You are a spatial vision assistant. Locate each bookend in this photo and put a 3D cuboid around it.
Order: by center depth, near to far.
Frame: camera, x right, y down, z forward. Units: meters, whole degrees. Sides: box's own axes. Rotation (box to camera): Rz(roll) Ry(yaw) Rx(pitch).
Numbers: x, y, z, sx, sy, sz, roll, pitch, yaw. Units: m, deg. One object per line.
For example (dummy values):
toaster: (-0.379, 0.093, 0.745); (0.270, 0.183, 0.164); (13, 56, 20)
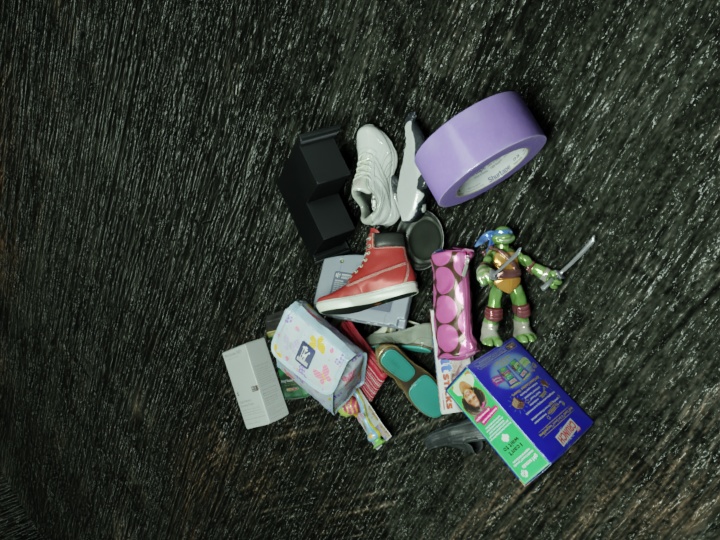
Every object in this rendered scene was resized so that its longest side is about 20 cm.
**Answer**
bookend: (-0.069, -0.147, 1.335); (0.200, 0.091, 0.200); (64, 153, 12)

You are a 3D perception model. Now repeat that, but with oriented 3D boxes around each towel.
towel: (-0.008, 0.201, 1.409); (0.145, 0.022, 0.200); (52, 152, 18)

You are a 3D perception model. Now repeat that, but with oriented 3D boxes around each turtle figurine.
turtle figurine: (0.261, 0.032, 1.113); (0.199, 0.143, 0.196); (12, 110, 42)

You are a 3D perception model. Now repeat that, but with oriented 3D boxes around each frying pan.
frying pan: (0.104, -0.094, 1.290); (0.115, 0.031, 0.192); (-30, 70, 38)

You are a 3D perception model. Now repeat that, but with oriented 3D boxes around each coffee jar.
coffee jar: (-0.149, 0.187, 1.529); (0.104, 0.085, 0.202); (-16, 89, 41)

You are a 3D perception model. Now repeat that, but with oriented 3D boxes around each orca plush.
orca plush: (0.110, -0.186, 1.246); (0.105, 0.071, 0.202); (-29, 63, 50)

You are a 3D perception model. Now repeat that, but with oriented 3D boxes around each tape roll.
tape roll: (0.192, -0.192, 1.083); (0.200, 0.199, 0.085); (-39, 75, 38)

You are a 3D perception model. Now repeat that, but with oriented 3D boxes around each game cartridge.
game cartridge: (0.010, 0.038, 1.338); (0.198, 0.041, 0.135); (9, 80, 22)

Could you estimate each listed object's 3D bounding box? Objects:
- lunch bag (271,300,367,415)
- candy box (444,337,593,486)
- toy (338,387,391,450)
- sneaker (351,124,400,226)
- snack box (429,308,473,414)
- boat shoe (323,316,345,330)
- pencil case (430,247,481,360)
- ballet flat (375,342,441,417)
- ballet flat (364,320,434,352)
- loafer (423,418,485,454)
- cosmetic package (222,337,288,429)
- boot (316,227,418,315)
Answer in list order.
lunch bag: (-0.082, 0.166, 1.310); (0.169, 0.127, 0.201); (37, 151, 18)
candy box: (0.269, 0.231, 1.133); (0.200, 0.168, 0.077); (48, 129, 21)
toy: (-0.017, 0.296, 1.443); (0.201, 0.047, 0.115); (52, 151, 15)
sneaker: (0.021, -0.182, 1.294); (0.077, 0.099, 0.202); (-9, 94, 40)
snack box: (0.176, 0.168, 1.267); (0.071, 0.024, 0.202); (-7, 97, 0)
boat shoe: (-0.054, 0.075, 1.437); (0.074, 0.066, 0.201); (45, 116, 20)
pencil case: (0.172, 0.060, 1.194); (0.093, 0.090, 0.202); (-8, 86, 54)
ballet flat: (0.094, 0.209, 1.322); (0.068, 0.200, 0.072); (-45, 22, 1)
ballet flat: (0.075, 0.134, 1.353); (0.199, 0.067, 0.064); (-9, 66, 45)
loafer: (0.204, 0.316, 1.272); (0.200, 0.068, 0.071); (-31, 71, 36)
cosmetic package: (-0.259, 0.278, 1.652); (0.101, 0.074, 0.202); (-23, 86, 40)
boot: (0.000, 0.000, 1.287); (0.198, 0.072, 0.146); (-16, 77, 6)
